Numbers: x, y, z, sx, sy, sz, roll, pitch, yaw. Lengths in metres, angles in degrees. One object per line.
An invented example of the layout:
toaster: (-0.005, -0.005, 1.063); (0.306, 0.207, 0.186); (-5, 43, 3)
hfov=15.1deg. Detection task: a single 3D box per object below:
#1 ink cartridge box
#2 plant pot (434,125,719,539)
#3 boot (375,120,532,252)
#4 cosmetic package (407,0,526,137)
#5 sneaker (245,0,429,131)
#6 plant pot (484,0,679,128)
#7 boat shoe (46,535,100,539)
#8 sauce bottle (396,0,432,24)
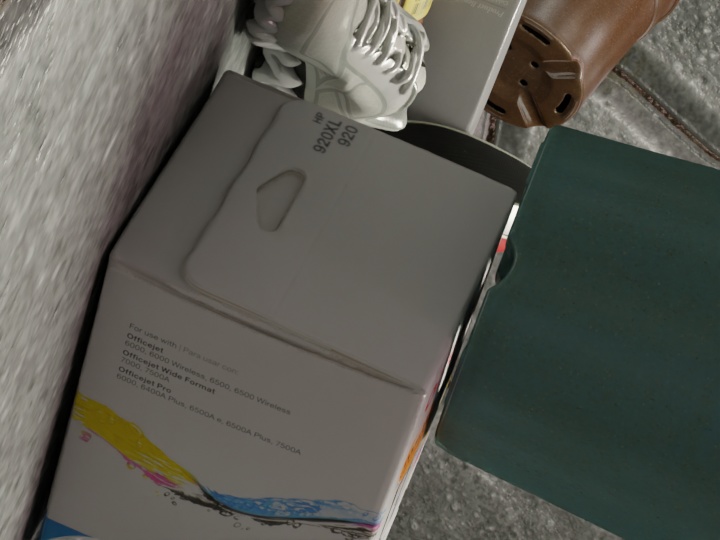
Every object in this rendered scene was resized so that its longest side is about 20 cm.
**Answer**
ink cartridge box: (-0.039, 0.049, 1.195); (0.147, 0.144, 0.200); (-64, 174, -48)
plant pot: (0.146, 0.039, 1.162); (0.200, 0.195, 0.201); (21, 90, -87)
boot: (0.000, 0.000, 1.384); (0.072, 0.199, 0.145); (53, -51, 46)
cosmetic package: (0.027, -0.129, 1.434); (0.090, 0.106, 0.201); (-63, 176, -63)
sneaker: (-0.005, -0.113, 1.239); (0.200, 0.081, 0.075); (89, 26, -79)
plant pot: (0.189, -0.256, 2.665); (0.198, 0.200, 0.201); (-55, 170, -35)
boat shoe: (-0.154, 0.183, 1.044); (0.200, 0.072, 0.071); (-51, 176, -41)
sauce bottle: (0.029, -0.201, 1.301); (0.066, 0.066, 0.200); (-63, 176, -54)
